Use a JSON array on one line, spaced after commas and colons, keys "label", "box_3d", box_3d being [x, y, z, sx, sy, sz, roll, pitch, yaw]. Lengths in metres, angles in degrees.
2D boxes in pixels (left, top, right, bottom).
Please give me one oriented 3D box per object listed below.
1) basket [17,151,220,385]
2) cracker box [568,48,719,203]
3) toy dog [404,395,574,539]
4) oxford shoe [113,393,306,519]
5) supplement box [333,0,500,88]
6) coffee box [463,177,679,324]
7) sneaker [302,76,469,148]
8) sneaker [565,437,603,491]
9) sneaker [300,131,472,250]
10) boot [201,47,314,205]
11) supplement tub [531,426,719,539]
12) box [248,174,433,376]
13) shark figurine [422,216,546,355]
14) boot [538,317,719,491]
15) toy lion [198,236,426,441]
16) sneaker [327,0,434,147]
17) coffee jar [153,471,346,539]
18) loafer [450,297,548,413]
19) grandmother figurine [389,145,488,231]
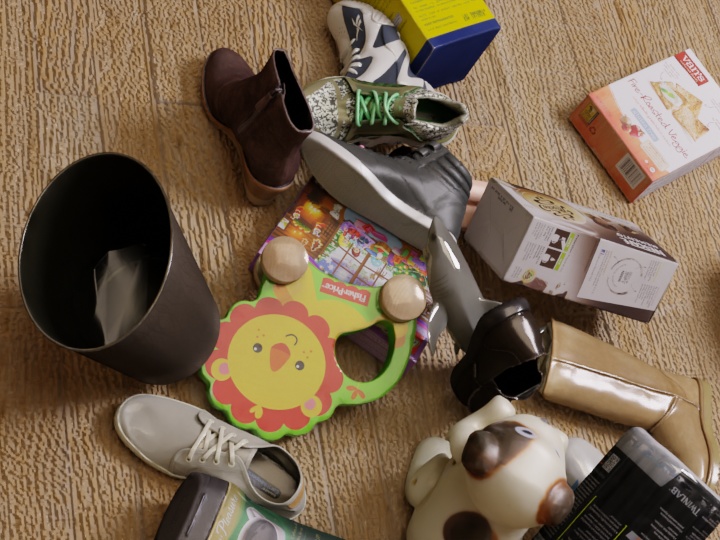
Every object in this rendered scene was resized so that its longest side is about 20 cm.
[{"label": "basket", "box_3d": [-0.204, 0.021, 1.258, 0.135, 0.200, 0.181, -4, 66, 9]}, {"label": "cracker box", "box_3d": [0.373, -0.183, 1.742, 0.199, 0.058, 0.134, -26, 76, -34]}, {"label": "toy dog", "box_3d": [0.118, 0.204, 1.314, 0.139, 0.200, 0.194, 42, 53, 4]}, {"label": "oxford shoe", "box_3d": [-0.135, 0.168, 1.310, 0.199, 0.058, 0.075, 29, 58, -4]}, {"label": "supplement box", "box_3d": [0.053, -0.318, 1.643, 0.108, 0.110, 0.201, -22, 73, -33]}, {"label": "coffee box", "box_3d": [0.228, -0.021, 1.523, 0.199, 0.080, 0.113, 16, 19, -26]}, {"label": "sneaker", "box_3d": [0.027, -0.172, 1.477, 0.199, 0.089, 0.077, -1, 86, -21]}, {"label": "sneaker", "box_3d": [0.269, 0.254, 1.433, 0.072, 0.073, 0.201, -21, 71, -30]}, {"label": "sneaker", "box_3d": [0.032, -0.107, 1.482, 0.200, 0.071, 0.099, 34, 62, -11]}, {"label": "boot", "box_3d": [-0.102, -0.184, 1.458, 0.072, 0.166, 0.201, -9, 66, -25]}, {"label": "supplement tub", "box_3d": [0.243, 0.260, 1.340, 0.122, 0.123, 0.200, 42, 92, 3]}, {"label": "box", "box_3d": [0.000, 0.000, 1.478, 0.200, 0.039, 0.137, 35, 54, -3]}, {"label": "shark figurine", "box_3d": [0.131, 0.051, 1.423, 0.215, 0.089, 0.129, 51, 36, -48]}, {"label": "boot", "box_3d": [0.280, 0.156, 1.503, 0.199, 0.066, 0.176, 21, 43, -13]}, {"label": "toy lion", "box_3d": [-0.052, 0.078, 1.376, 0.199, 0.069, 0.193, 17, 76, -10]}, {"label": "sneaker", "box_3d": [-0.011, -0.215, 1.573, 0.129, 0.080, 0.200, -21, 73, -32]}, {"label": "coffee jar", "box_3d": [-0.087, 0.264, 1.257, 0.199, 0.085, 0.105, 28, 57, -8]}, {"label": "loafer", "box_3d": [0.138, 0.104, 1.385, 0.073, 0.200, 0.072, -23, 65, -13]}, {"label": "grandmother figurine", "box_3d": [0.063, -0.091, 1.550, 0.199, 0.061, 0.122, 12, 49, -21]}]
